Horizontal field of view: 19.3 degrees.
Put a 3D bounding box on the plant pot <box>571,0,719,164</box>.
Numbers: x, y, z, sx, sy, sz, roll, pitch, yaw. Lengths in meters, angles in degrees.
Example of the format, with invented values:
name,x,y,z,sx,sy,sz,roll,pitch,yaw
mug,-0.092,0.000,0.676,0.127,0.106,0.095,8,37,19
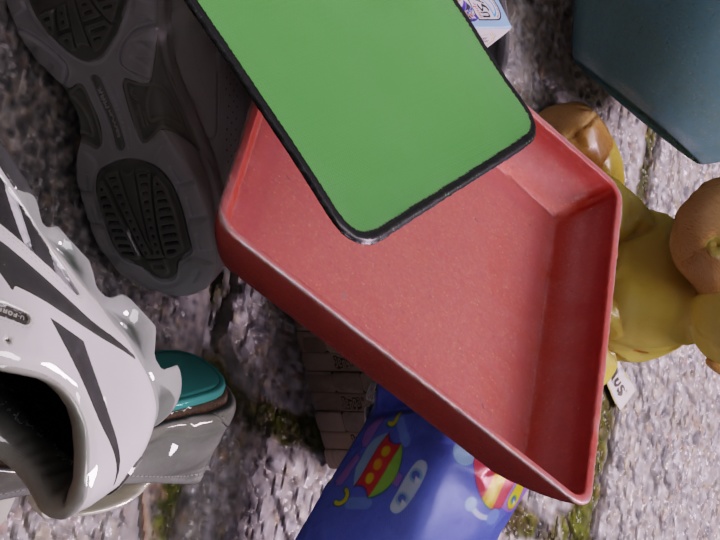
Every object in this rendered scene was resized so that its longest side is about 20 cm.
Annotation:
name,x,y,z,sx,sy,sz,roll,pitch,yaw
plant pot,0.192,-0.139,1.146,0.135,0.200,0.200,-50,136,6

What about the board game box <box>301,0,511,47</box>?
name,x,y,z,sx,sy,sz,roll,pitch,yaw
board game box,-0.026,-0.180,0.898,0.134,0.034,0.201,-8,69,-51

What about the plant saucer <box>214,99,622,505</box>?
name,x,y,z,sx,sy,sz,roll,pitch,yaw
plant saucer,0.024,-0.020,0.888,0.200,0.037,0.200,39,39,-22

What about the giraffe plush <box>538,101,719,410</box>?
name,x,y,z,sx,sy,sz,roll,pitch,yaw
giraffe plush,0.168,0.008,1.108,0.200,0.161,0.174,46,56,-40

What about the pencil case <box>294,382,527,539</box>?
name,x,y,z,sx,sy,sz,roll,pitch,yaw
pencil case,0.001,0.133,0.927,0.201,0.087,0.078,-59,152,-4

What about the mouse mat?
name,x,y,z,sx,sy,sz,roll,pitch,yaw
mouse mat,-0.018,-0.114,0.820,0.201,0.008,0.161,55,36,2

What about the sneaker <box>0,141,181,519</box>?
name,x,y,z,sx,sy,sz,roll,pitch,yaw
sneaker,-0.148,0.004,0.732,0.200,0.074,0.089,44,31,-11

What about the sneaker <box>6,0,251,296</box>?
name,x,y,z,sx,sy,sz,roll,pitch,yaw
sneaker,-0.084,-0.098,0.878,0.099,0.077,0.202,-43,130,-52

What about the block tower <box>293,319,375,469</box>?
name,x,y,z,sx,sy,sz,roll,pitch,yaw
block tower,0.000,0.000,0.985,0.054,0.057,0.202,-32,113,-47

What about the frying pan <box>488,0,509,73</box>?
name,x,y,z,sx,sy,sz,roll,pitch,yaw
frying pan,0.052,-0.103,1.046,0.190,0.031,0.115,48,50,-27

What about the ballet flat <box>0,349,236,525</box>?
name,x,y,z,sx,sy,sz,roll,pitch,yaw
ballet flat,-0.129,0.072,0.822,0.199,0.067,0.064,-3,122,-49
